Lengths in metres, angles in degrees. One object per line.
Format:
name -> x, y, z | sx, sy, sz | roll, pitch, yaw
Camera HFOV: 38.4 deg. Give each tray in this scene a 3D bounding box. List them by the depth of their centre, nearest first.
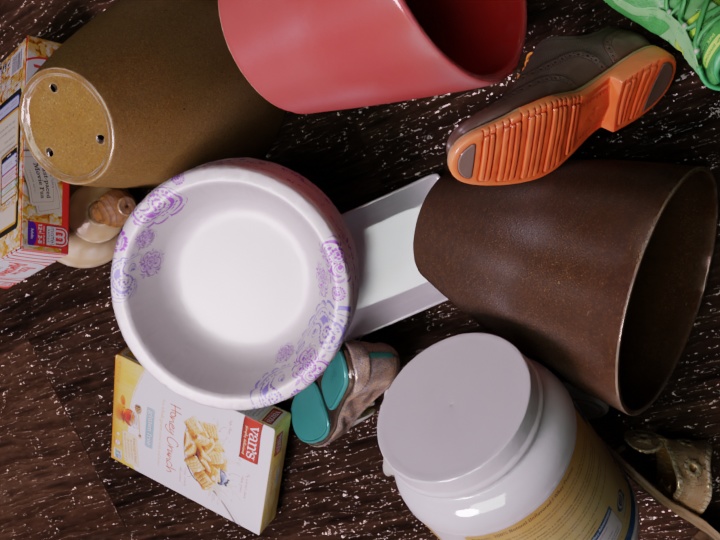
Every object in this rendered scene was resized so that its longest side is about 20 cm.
tray -> 0.000, 0.000, 0.922 | 0.199, 0.022, 0.108 | -23, 98, 9

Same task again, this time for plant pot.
plant pot -> 0.002, -0.210, 0.781 | 0.176, 0.200, 0.202 | -14, 104, 38
plant pot -> 0.147, -0.010, 0.805 | 0.199, 0.186, 0.188 | 18, 118, 31
plant pot -> -0.188, -0.144, 0.883 | 0.185, 0.200, 0.188 | 10, 115, 21

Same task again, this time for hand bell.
hand bell -> -0.232, -0.055, 0.939 | 0.200, 0.104, 0.105 | 0, 115, 64

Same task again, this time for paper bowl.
paper bowl -> -0.099, 0.007, 0.868 | 0.199, 0.104, 0.203 | 1, 102, 6

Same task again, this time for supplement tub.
supplement tub -> 0.113, 0.154, 0.781 | 0.144, 0.145, 0.200 | -14, 135, 29

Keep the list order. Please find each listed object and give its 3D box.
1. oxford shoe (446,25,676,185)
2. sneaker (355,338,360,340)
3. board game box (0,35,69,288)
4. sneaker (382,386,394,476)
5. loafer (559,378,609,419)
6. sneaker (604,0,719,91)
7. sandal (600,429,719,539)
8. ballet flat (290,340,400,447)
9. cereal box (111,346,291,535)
oxford shoe -> 0.134, -0.123, 0.754 | 0.073, 0.199, 0.072 | 49, 152, 31
sneaker -> -0.085, 0.077, 0.989 | 0.199, 0.087, 0.074 | -19, 102, 30
board game box -> -0.325, -0.097, 0.976 | 0.151, 0.046, 0.202 | -18, 70, 49
sneaker -> 0.082, 0.178, 0.907 | 0.199, 0.100, 0.078 | 33, 154, -33
loafer -> 0.130, 0.100, 0.917 | 0.199, 0.063, 0.072 | -8, 147, 38
sneaker -> 0.252, -0.176, 0.728 | 0.199, 0.084, 0.074 | 34, 121, 10
sandal -> 0.280, 0.179, 0.884 | 0.212, 0.078, 0.070 | 44, 91, -5
ballet flat -> -0.011, 0.119, 0.973 | 0.200, 0.067, 0.069 | 130, 129, -61
cereal box -> -0.172, 0.176, 1.091 | 0.199, 0.039, 0.145 | 22, 121, 20
